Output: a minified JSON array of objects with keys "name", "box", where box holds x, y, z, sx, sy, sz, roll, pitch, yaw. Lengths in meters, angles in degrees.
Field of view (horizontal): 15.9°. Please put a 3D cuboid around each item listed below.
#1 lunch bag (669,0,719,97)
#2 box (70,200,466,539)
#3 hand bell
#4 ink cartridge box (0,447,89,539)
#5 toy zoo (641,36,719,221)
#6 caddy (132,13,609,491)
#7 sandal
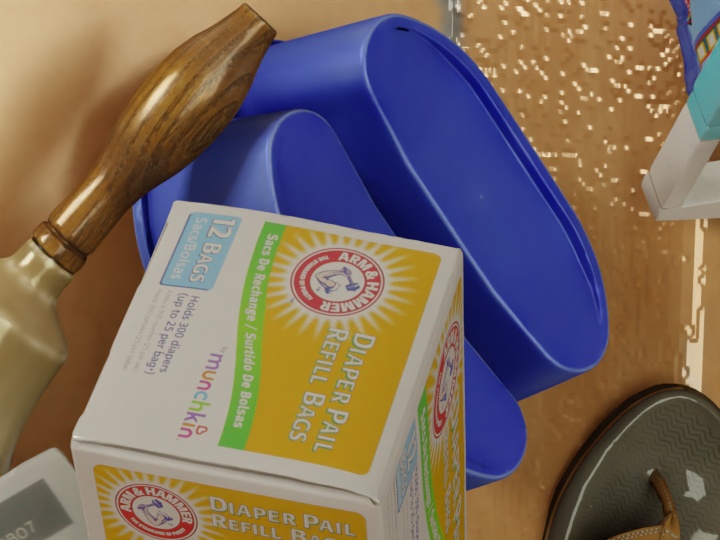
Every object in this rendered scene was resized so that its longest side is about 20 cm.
[{"name":"lunch bag","box":[0.243,-0.129,1.038,0.199,0.151,0.095,10,50,-26]},{"name":"box","box":[-0.024,0.088,0.875,0.101,0.201,0.113,10,49,12]},{"name":"hand bell","box":[-0.100,-0.013,0.906,0.104,0.104,0.200,41,94,-19]},{"name":"ink cartridge box","box":[-0.150,0.169,0.921,0.162,0.201,0.057,-31,61,-17]},{"name":"toy zoo","box":[0.191,-0.072,1.014,0.130,0.200,0.021,-10,63,-18]},{"name":"caddy","box":[0.000,0.000,0.979,0.201,0.105,0.141,56,50,-16]},{"name":"sandal","box":[0.097,0.140,1.051,0.082,0.055,0.200,42,78,-19]}]
